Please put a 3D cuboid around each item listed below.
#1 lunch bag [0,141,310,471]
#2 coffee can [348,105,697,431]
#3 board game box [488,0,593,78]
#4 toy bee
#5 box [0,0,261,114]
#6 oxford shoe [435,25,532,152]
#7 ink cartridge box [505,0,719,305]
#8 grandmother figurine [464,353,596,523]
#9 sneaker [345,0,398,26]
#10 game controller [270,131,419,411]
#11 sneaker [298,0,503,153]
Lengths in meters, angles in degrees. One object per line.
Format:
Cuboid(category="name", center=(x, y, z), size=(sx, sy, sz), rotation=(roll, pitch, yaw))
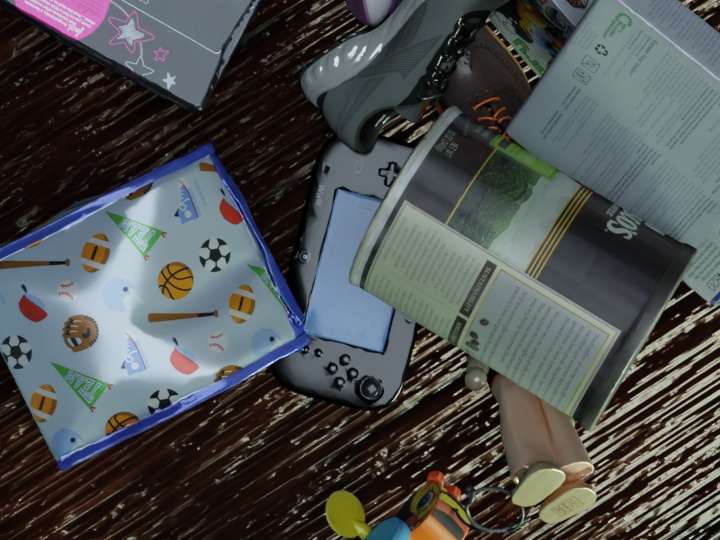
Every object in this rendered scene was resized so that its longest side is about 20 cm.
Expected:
Cuboid(category="lunch bag", center=(-0.157, 0.023, 1.686), size=(0.199, 0.124, 0.171), rotation=(-27, 94, 4))
Cuboid(category="coffee can", center=(0.112, -0.002, 1.633), size=(0.199, 0.146, 0.147), rotation=(31, 90, 7))
Cuboid(category="board game box", center=(0.183, -0.133, 1.703), size=(0.035, 0.126, 0.200), rotation=(-43, 96, -13))
Cuboid(category="toy bee", center=(0.045, 0.205, 1.737), size=(0.199, 0.109, 0.131), rotation=(-18, 114, 16))
Cuboid(category="box", center=(-0.171, -0.216, 1.673), size=(0.199, 0.115, 0.133), rotation=(29, 89, -7))
Cuboid(category="oxford shoe", center=(0.105, -0.108, 1.725), size=(0.071, 0.073, 0.201), rotation=(-29, 95, -2))
Cuboid(category="ink cartridge box", center=(0.215, -0.090, 1.610), size=(0.200, 0.200, 0.041), rotation=(41, 59, 4))
Cuboid(category="grandmother figurine", center=(0.118, 0.085, 1.701), size=(0.060, 0.201, 0.121), rotation=(-29, 140, 15))
Cuboid(category="sneaker", center=(0.015, -0.284, 1.708), size=(0.088, 0.080, 0.201), rotation=(-17, 101, -9))
Cuboid(category="game controller", center=(0.000, 0.000, 1.738), size=(0.104, 0.042, 0.201), rotation=(14, 92, -6))
Cuboid(category="sneaker", center=(0.049, -0.159, 1.682), size=(0.200, 0.074, 0.080), rotation=(-36, 76, 29))
